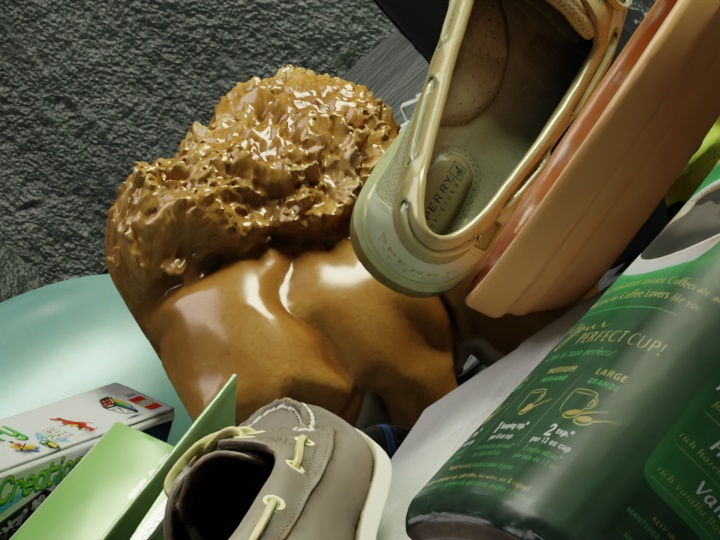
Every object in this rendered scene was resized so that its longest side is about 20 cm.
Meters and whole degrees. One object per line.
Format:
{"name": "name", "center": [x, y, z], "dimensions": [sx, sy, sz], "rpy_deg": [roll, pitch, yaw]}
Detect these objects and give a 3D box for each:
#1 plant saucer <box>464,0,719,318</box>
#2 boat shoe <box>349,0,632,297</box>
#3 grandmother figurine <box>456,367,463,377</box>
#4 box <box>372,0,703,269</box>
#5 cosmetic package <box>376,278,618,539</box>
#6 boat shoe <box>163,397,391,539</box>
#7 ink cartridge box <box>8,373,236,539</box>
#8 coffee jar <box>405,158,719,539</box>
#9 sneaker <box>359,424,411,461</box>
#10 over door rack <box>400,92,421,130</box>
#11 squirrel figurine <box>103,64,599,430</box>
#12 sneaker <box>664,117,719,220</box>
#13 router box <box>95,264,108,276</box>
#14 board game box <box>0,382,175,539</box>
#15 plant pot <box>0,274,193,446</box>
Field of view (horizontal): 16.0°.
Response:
{"name": "plant saucer", "center": [0.109, -0.061, 0.965], "dimensions": [0.200, 0.037, 0.200], "rpy_deg": [-55, 0, 0]}
{"name": "boat shoe", "center": [0.061, -0.083, 0.999], "dimensions": [0.201, 0.073, 0.063], "rpy_deg": [-59, 6, -21]}
{"name": "grandmother figurine", "center": [-0.022, 0.089, 1.232], "dimensions": [0.200, 0.061, 0.121], "rpy_deg": [-49, 20, -22]}
{"name": "box", "center": [0.132, -0.145, 1.173], "dimensions": [0.200, 0.197, 0.117], "rpy_deg": [-47, 9, -25]}
{"name": "cosmetic package", "center": [0.050, 0.084, 0.883], "dimensions": [0.151, 0.052, 0.200], "rpy_deg": [-40, 8, 39]}
{"name": "boat shoe", "center": [-0.033, 0.084, 0.855], "dimensions": [0.072, 0.060, 0.200], "rpy_deg": [-43, 15, 13]}
{"name": "ink cartridge box", "center": [-0.100, 0.131, 0.993], "dimensions": [0.104, 0.059, 0.200], "rpy_deg": [-49, -26, -42]}
{"name": "coffee jar", "center": [0.110, 0.028, 0.733], "dimensions": [0.200, 0.085, 0.104], "rpy_deg": [-47, 12, -18]}
{"name": "sneaker", "center": [-0.036, 0.132, 0.969], "dimensions": [0.200, 0.076, 0.077], "rpy_deg": [-47, 12, -34]}
{"name": "over door rack", "center": [0.094, -0.176, 2.070], "dimensions": [0.200, 0.067, 0.148], "rpy_deg": [-41, 7, 14]}
{"name": "squirrel figurine", "center": [0.000, 0.000, 1.092], "dimensions": [0.186, 0.200, 0.142], "rpy_deg": [-31, -3, -4]}
{"name": "sneaker", "center": [0.181, -0.099, 1.063], "dimensions": [0.200, 0.090, 0.078], "rpy_deg": [-48, 10, -20]}
{"name": "router box", "center": [-0.094, 0.053, 1.452], "dimensions": [0.200, 0.149, 0.051], "rpy_deg": [-44, 8, -8]}
{"name": "board game box", "center": [-0.146, 0.121, 1.004], "dimensions": [0.200, 0.035, 0.127], "rpy_deg": [-15, -55, -67]}
{"name": "plant pot", "center": [-0.140, 0.096, 1.322], "dimensions": [0.161, 0.201, 0.200], "rpy_deg": [-35, 3, -25]}
